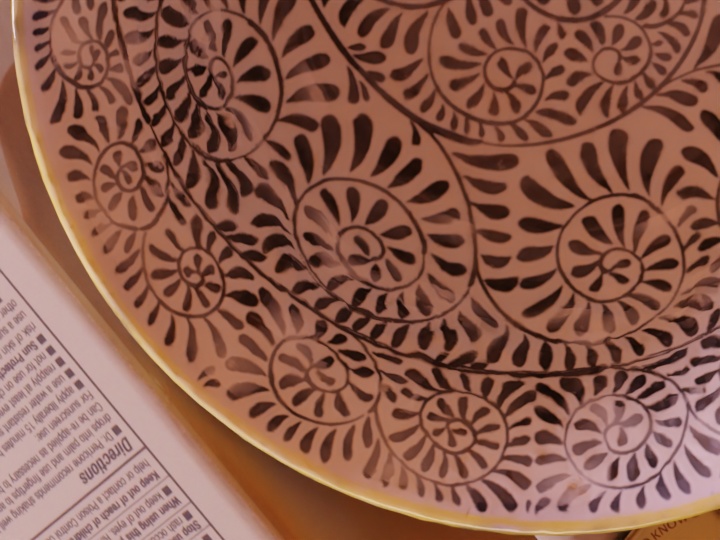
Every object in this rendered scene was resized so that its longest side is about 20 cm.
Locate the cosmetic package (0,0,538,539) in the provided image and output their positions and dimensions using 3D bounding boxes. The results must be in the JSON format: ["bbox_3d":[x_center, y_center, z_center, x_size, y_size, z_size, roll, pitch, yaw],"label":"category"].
[{"bbox_3d":[-0.053,0.038,0.573,0.105,0.200,0.071,-37,-178,37],"label":"cosmetic package"}]

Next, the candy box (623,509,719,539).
[{"bbox_3d":[0.162,0.149,0.805,0.200,0.057,0.117,39,-177,15],"label":"candy box"}]

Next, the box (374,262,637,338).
[{"bbox_3d":[0.036,-0.024,0.670,0.082,0.049,0.200,9,-149,8],"label":"box"}]

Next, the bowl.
[{"bbox_3d":[0.037,-0.057,0.537,0.200,0.201,0.094,9,-166,3],"label":"bowl"}]

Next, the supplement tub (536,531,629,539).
[{"bbox_3d":[0.000,0.000,0.798,0.200,0.132,0.132,23,175,21],"label":"supplement tub"}]
